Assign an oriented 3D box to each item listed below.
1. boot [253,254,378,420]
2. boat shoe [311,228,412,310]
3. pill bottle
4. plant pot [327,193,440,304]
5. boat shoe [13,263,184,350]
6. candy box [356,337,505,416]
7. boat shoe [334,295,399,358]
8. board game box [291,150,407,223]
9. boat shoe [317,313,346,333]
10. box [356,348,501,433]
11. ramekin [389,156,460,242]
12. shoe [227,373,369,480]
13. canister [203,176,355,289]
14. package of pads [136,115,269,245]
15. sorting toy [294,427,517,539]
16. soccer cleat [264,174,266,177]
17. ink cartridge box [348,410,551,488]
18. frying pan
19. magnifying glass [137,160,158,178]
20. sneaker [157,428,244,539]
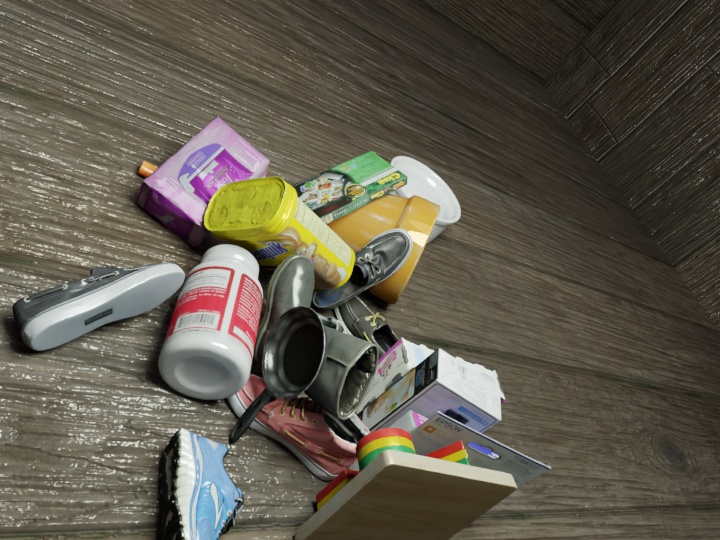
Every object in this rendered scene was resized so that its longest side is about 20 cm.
[{"bbox_3d":[-0.055,0.077,0.807,0.072,0.183,0.200,17,-3,-37],"label":"boot"},{"bbox_3d":[0.000,0.000,1.008,0.070,0.199,0.066,59,5,-2],"label":"boat shoe"},{"bbox_3d":[-0.190,0.060,0.820,0.112,0.112,0.201,28,36,-22],"label":"pill bottle"},{"bbox_3d":[0.023,-0.066,1.133,0.182,0.201,0.200,26,34,1],"label":"plant pot"},{"bbox_3d":[-0.313,0.026,0.743,0.200,0.070,0.066,-29,68,-36],"label":"boat shoe"},{"bbox_3d":[0.106,0.191,0.965,0.199,0.136,0.061,22,37,-30],"label":"candy box"},{"bbox_3d":[0.028,0.110,1.041,0.072,0.061,0.202,-12,61,-51],"label":"boat shoe"},{"bbox_3d":[-0.025,-0.146,1.077,0.199,0.024,0.105,-28,49,-27],"label":"board game box"},{"bbox_3d":[-0.053,0.109,0.948,0.199,0.071,0.072,24,38,-27],"label":"boat shoe"},{"bbox_3d":[0.088,0.209,0.869,0.116,0.200,0.060,34,36,-17],"label":"box"},{"bbox_3d":[0.121,-0.155,1.401,0.200,0.098,0.201,28,36,-23],"label":"ramekin"},{"bbox_3d":[-0.079,0.188,0.813,0.200,0.091,0.072,41,33,-4],"label":"shoe"},{"bbox_3d":[-0.115,-0.048,0.938,0.200,0.148,0.087,42,55,-48],"label":"canister"},{"bbox_3d":[-0.244,-0.144,0.981,0.120,0.076,0.200,38,51,-7],"label":"package of pads"},{"bbox_3d":[0.049,0.272,0.759,0.199,0.199,0.070,21,35,-30],"label":"sorting toy"},{"bbox_3d":[-0.127,-0.098,1.085,0.200,0.068,0.073,42,76,3],"label":"soccer cleat"},{"bbox_3d":[0.117,0.262,0.839,0.196,0.200,0.043,30,35,-20],"label":"ink cartridge box"},{"bbox_3d":[-0.091,0.137,0.754,0.031,0.191,0.115,22,-7,-43],"label":"frying pan"},{"bbox_3d":[-0.270,-0.124,1.024,0.199,0.022,0.080,26,38,-23],"label":"magnifying glass"},{"bbox_3d":[-0.162,0.265,0.655,0.089,0.079,0.201,18,41,-29],"label":"sneaker"}]
